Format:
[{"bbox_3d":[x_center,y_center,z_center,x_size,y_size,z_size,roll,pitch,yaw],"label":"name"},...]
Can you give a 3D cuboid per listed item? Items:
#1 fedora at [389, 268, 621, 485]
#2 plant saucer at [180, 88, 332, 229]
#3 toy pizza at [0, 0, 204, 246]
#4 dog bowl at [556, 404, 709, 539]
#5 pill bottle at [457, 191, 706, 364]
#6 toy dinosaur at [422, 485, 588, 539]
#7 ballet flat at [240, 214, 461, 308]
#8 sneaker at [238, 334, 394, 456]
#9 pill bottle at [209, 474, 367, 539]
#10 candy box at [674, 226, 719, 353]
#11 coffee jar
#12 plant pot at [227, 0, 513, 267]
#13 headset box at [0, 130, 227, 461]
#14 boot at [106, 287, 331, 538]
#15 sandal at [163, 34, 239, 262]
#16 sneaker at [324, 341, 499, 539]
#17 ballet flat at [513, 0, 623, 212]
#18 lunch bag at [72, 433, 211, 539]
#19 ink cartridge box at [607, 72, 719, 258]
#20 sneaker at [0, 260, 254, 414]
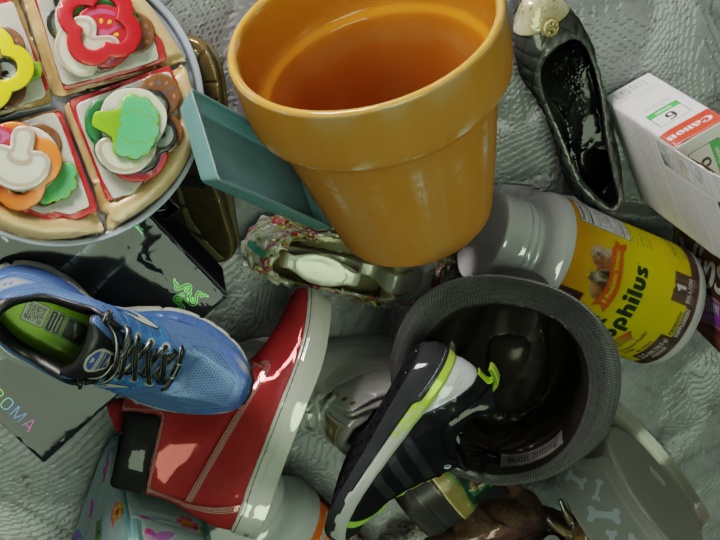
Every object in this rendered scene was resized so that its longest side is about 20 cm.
[{"bbox_3d":[0.115,0.070,1.050,0.177,0.090,0.200,6,120,10],"label":"fedora"},{"bbox_3d":[-0.074,-0.075,0.977,0.019,0.200,0.070,-23,75,16],"label":"plant saucer"},{"bbox_3d":[-0.205,-0.116,0.908,0.200,0.032,0.201,1,87,-13],"label":"toy pizza"},{"bbox_3d":[0.247,0.210,1.195,0.059,0.200,0.200,-38,119,19],"label":"dog bowl"},{"bbox_3d":[0.184,0.002,1.127,0.200,0.109,0.109,20,105,-24],"label":"pill bottle"},{"bbox_3d":[0.126,0.234,1.194,0.200,0.136,0.086,-18,117,-9],"label":"toy dinosaur"},{"bbox_3d":[0.000,0.000,1.095,0.200,0.064,0.076,6,109,-20],"label":"ballet flat"},{"bbox_3d":[-0.045,0.108,1.099,0.200,0.116,0.074,-9,117,-12],"label":"sneaker"},{"bbox_3d":[-0.058,0.248,1.158,0.110,0.110,0.200,-41,118,3],"label":"pill bottle"},{"bbox_3d":[0.326,0.013,1.125,0.056,0.200,0.117,-8,115,-10],"label":"candy box"},{"bbox_3d":[0.109,0.137,1.164,0.200,0.104,0.085,-36,132,1],"label":"coffee jar"},{"bbox_3d":[0.022,-0.109,0.996,0.200,0.200,0.183,-24,133,-6],"label":"plant pot"},{"bbox_3d":[-0.219,0.006,0.994,0.200,0.093,0.174,-41,105,3],"label":"headset box"},{"bbox_3d":[-0.112,0.087,1.027,0.144,0.072,0.200,22,73,-4],"label":"boot"},{"bbox_3d":[-0.122,-0.095,1.016,0.080,0.054,0.200,14,133,22],"label":"sandal"},{"bbox_3d":[0.040,0.144,1.014,0.083,0.072,0.200,27,120,-5],"label":"sneaker"},{"bbox_3d":[0.178,-0.138,1.094,0.066,0.057,0.200,-29,118,-5],"label":"ballet flat"},{"bbox_3d":[-0.182,0.238,1.063,0.077,0.200,0.161,16,109,-20],"label":"lunch bag"},{"bbox_3d":[0.272,-0.077,1.068,0.050,0.200,0.109,-30,118,-3],"label":"ink cartridge box"},{"bbox_3d":[-0.170,0.059,0.919,0.200,0.089,0.079,19,101,-12],"label":"sneaker"}]
